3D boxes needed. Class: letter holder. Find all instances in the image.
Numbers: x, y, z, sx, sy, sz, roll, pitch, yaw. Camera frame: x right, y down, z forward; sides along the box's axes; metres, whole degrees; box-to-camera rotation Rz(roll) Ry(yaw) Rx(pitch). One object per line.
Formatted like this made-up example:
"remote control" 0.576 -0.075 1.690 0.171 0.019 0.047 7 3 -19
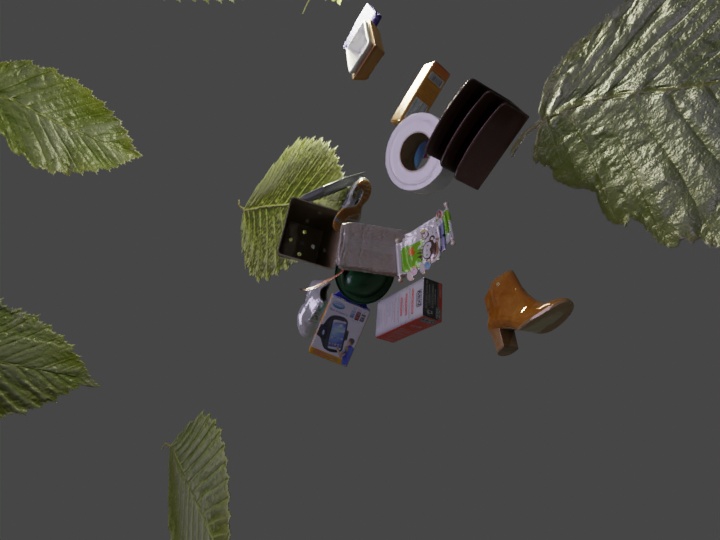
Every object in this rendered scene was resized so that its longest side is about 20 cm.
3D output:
"letter holder" 0.258 -0.314 1.331 0.201 0.141 0.101 -57 30 25

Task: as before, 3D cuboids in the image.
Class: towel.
"towel" 0.037 -0.054 1.533 0.035 0.198 0.134 113 166 -69
"towel" 0.011 -0.948 2.312 0.201 0.049 0.148 -55 38 28

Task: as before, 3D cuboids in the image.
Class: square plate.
"square plate" -0.107 -0.273 1.962 0.197 0.199 0.029 -17 97 50

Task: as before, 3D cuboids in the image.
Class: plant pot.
"plant pot" -0.184 -0.112 1.994 0.177 0.198 0.202 157 128 -71

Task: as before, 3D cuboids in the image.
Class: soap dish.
"soap dish" 0.017 -0.824 2.177 0.157 0.081 0.201 -49 35 37

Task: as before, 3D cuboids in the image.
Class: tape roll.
"tape roll" 0.162 -0.300 1.502 0.201 0.070 0.205 -5 82 40

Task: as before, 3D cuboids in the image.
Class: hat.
"hat" -0.015 0.021 1.519 0.200 0.166 0.176 -49 -7 11

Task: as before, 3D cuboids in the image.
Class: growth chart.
"growth chart" 0.160 -0.064 1.453 0.199 0.018 0.146 -35 50 33

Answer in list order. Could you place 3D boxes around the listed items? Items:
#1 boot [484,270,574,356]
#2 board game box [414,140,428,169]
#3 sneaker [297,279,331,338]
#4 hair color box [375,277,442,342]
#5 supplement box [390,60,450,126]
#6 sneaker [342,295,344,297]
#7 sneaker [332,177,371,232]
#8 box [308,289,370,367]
"boot" 0.303 0.056 1.087 0.201 0.070 0.145 -49 37 45
"board game box" 0.164 -0.338 1.640 0.159 0.039 0.200 -62 21 19
"sneaker" -0.146 0.123 1.896 0.088 0.075 0.202 -4 68 49
"hair color box" 0.116 0.101 1.421 0.200 0.061 0.102 -33 45 52
"supplement box" 0.170 -0.491 1.648 0.201 0.069 0.066 -57 23 -3
"sneaker" 0.000 0.000 1.668 0.079 0.095 0.202 13 84 66
"sneaker" -0.022 -0.214 1.891 0.201 0.075 0.088 -55 15 22
"box" -0.055 0.159 1.637 0.041 0.118 0.202 -103 35 -78
